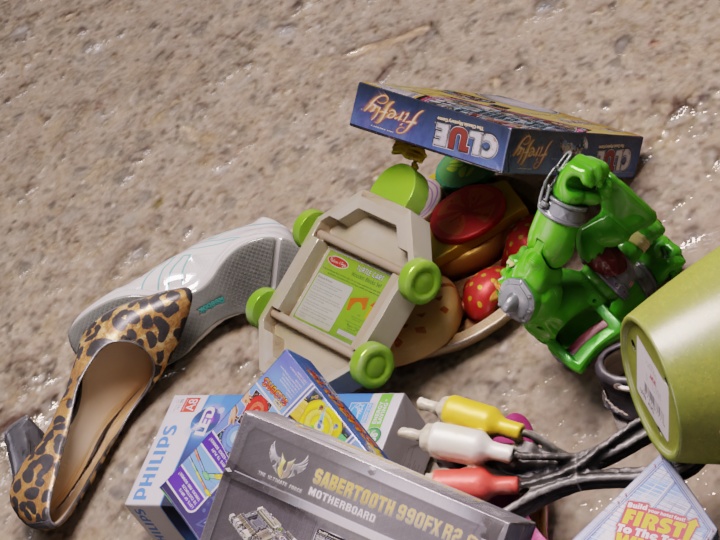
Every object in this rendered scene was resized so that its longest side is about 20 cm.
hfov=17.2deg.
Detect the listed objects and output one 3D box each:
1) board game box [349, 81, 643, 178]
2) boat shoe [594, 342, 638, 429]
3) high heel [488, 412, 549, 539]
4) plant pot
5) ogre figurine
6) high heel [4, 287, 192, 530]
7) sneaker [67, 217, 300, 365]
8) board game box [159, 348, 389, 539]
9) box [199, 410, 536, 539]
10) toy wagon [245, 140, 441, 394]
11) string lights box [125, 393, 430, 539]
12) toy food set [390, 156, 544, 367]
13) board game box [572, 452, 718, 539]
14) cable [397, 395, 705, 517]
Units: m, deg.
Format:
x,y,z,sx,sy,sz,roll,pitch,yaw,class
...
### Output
x,y,z,sx,sy,sz,roll,pitch,yaw,class
0.103,-0.103,1.765,0.135,0.200,0.035,19,101,33,board game box
0.254,0.057,1.584,0.199,0.060,0.074,-13,40,21,boat shoe
0.125,0.169,1.531,0.096,0.067,0.200,-16,41,24,high heel
0.267,0.044,1.446,0.199,0.188,0.187,-17,36,-10,plant pot
0.153,0.000,1.631,0.098,0.200,0.120,37,89,10,ogre figurine
-0.188,0.108,1.804,0.200,0.071,0.143,-44,29,9,high heel
-0.137,0.020,1.895,0.200,0.071,0.080,-24,22,4,sneaker
-0.035,0.168,1.588,0.135,0.034,0.200,-47,54,10,board game box
-0.008,0.195,1.499,0.199,0.048,0.159,20,93,25,box
0.000,0.000,1.733,0.155,0.040,0.200,26,84,52,toy wagon
-0.057,0.144,1.690,0.199,0.059,0.103,-2,49,32,string lights box
0.053,-0.009,1.805,0.200,0.049,0.198,-31,37,-1,toy food set
0.181,0.215,1.408,0.199,0.062,0.200,21,59,26,board game box
0.118,0.123,1.503,0.199,0.050,0.097,-3,55,24,cable
